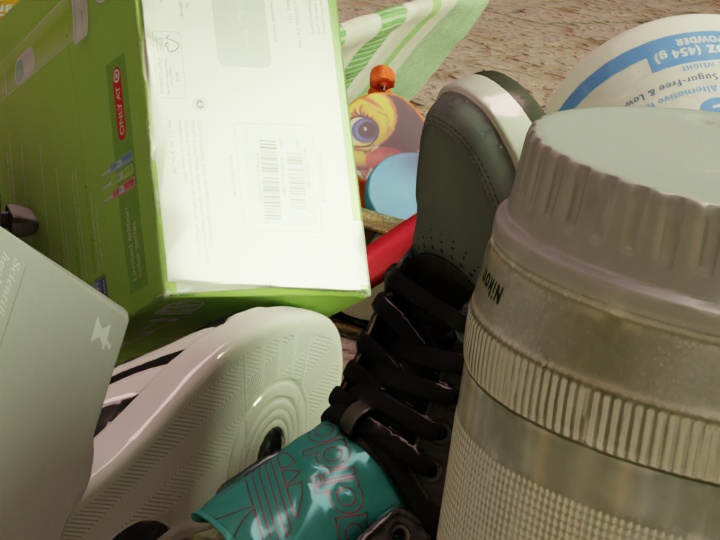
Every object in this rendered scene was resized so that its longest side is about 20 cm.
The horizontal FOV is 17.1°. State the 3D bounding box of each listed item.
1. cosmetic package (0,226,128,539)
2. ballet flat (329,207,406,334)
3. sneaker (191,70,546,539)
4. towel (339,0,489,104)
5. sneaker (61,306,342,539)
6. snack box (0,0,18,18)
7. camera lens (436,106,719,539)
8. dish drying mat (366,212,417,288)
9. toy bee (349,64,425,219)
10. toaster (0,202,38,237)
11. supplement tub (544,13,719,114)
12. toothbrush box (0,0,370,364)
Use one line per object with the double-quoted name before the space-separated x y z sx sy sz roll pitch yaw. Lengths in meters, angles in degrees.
"cosmetic package" -0.179 0.037 0.709 0.199 0.108 0.090 3 -21 32
"ballet flat" -0.029 -0.005 1.145 0.198 0.071 0.071 14 15 15
"sneaker" 0.007 0.047 0.720 0.120 0.202 0.083 -16 23 -25
"towel" -0.028 -0.084 1.283 0.199 0.153 0.023 -22 70 -46
"sneaker" -0.100 0.052 0.799 0.111 0.074 0.200 16 30 29
"snack box" -0.150 -0.104 1.224 0.167 0.200 0.068 -1 59 -27
"camera lens" 0.100 0.070 0.634 0.158 0.202 0.160 8 14 -2
"dish drying mat" 0.000 0.000 1.034 0.200 0.018 0.077 -32 -2 -41
"toy bee" 0.025 -0.054 1.233 0.199 0.109 0.131 24 -31 -16
"toaster" -0.218 0.005 0.866 0.198 0.130 0.114 3 14 -17
"supplement tub" 0.145 0.003 0.943 0.131 0.133 0.201 5 36 -13
"toothbrush box" -0.084 -0.037 0.915 0.085 0.147 0.200 0 -15 -30
